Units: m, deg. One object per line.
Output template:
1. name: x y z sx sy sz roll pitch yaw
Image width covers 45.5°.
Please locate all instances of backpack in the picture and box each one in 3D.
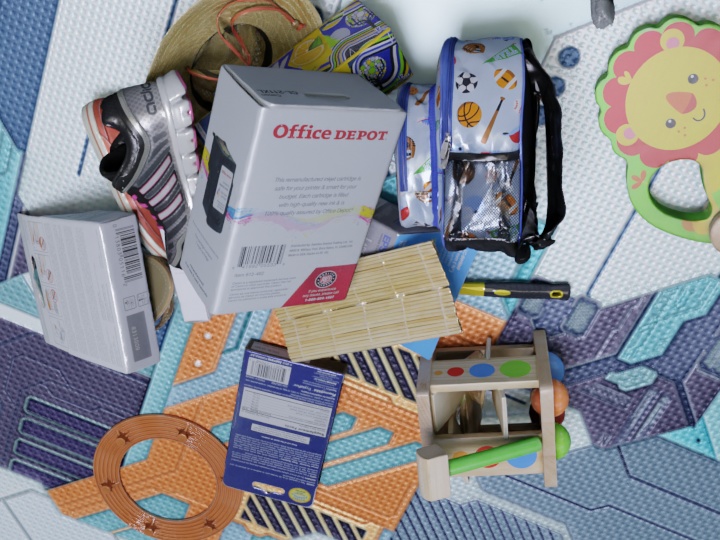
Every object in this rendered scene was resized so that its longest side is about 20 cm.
1. backpack: 0.107 -0.120 0.795 0.153 0.200 0.192 7 103 4

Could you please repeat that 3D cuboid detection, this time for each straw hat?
1. straw hat: -0.131 -0.204 0.827 0.200 0.085 0.202 -24 143 -19

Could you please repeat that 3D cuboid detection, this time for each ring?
1. ring: -0.249 0.273 1.102 0.199 0.019 0.202 2 114 5

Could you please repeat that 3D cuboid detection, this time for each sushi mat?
1. sushi mat: -0.001 0.034 0.857 0.199 0.012 0.096 -13 101 26

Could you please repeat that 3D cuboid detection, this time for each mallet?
1. mallet: 0.125 0.029 0.935 0.198 0.041 0.066 9 114 -1

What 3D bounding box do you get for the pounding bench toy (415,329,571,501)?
1. pounding bench toy: 0.142 0.165 0.902 0.155 0.200 0.125 -3 114 10

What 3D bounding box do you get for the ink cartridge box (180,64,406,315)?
1. ink cartridge box: -0.062 -0.070 0.756 0.145 0.083 0.201 -5 127 -35

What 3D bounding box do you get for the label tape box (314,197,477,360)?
1. label tape box: 0.000 0.000 0.890 0.199 0.063 0.145 28 117 15

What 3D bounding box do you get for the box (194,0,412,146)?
1. box: -0.055 -0.159 0.806 0.200 0.070 0.064 -38 140 1

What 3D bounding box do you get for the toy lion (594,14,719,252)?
1. toy lion: 0.314 -0.134 0.825 0.190 0.069 0.201 17 116 7

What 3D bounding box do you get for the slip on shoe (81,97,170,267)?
1. slip on shoe: -0.223 -0.091 0.907 0.061 0.074 0.201 -20 108 7

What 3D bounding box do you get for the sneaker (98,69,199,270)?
1. sneaker: -0.189 -0.083 0.779 0.087 0.074 0.201 -8 131 -11

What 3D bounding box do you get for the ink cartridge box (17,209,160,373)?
1. ink cartridge box: -0.299 0.015 0.937 0.199 0.047 0.161 9 111 46

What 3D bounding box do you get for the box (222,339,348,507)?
1. box: -0.094 0.187 1.035 0.120 0.032 0.201 14 114 1

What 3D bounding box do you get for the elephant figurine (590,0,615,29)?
1. elephant figurine: 0.294 -0.304 0.717 0.198 0.142 0.156 0 145 -9

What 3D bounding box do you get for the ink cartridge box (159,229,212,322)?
1. ink cartridge box: -0.177 -0.056 0.900 0.037 0.095 0.201 -2 114 12

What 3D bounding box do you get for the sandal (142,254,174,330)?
1. sandal: -0.248 0.038 0.976 0.211 0.069 0.078 -35 75 39
